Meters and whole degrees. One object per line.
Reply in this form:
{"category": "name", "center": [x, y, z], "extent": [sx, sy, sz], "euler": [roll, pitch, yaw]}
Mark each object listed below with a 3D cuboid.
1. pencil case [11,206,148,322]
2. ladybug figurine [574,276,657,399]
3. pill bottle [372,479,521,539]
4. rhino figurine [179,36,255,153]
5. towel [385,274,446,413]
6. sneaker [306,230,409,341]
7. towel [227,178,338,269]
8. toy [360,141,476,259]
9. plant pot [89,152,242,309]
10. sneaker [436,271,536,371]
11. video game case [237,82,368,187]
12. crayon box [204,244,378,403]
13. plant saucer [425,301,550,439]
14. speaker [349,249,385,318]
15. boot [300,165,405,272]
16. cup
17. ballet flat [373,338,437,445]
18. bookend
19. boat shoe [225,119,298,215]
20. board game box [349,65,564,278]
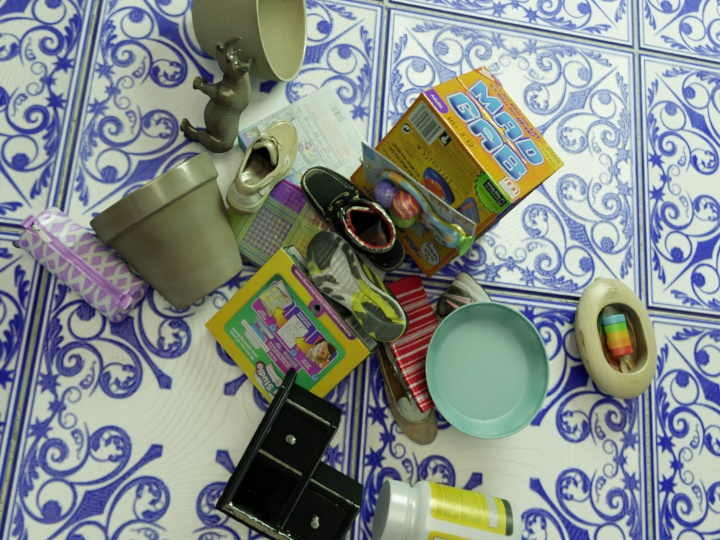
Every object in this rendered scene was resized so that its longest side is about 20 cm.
{"category": "pencil case", "center": [-0.407, -0.011, 1.140], "extent": [0.199, 0.086, 0.084], "euler": [37, 73, 0]}
{"category": "ladybug figurine", "center": [0.411, 0.111, 1.275], "extent": [0.133, 0.072, 0.204], "euler": [-4, 77, -12]}
{"category": "pill bottle", "center": [0.123, 0.372, 1.126], "extent": [0.196, 0.114, 0.116], "euler": [15, 73, -7]}
{"category": "rhino figurine", "center": [-0.214, -0.270, 1.201], "extent": [0.086, 0.202, 0.060], "euler": [26, 32, -2]}
{"category": "towel", "center": [0.091, 0.107, 1.196], "extent": [0.144, 0.022, 0.203], "euler": [-11, 73, -52]}
{"category": "sneaker", "center": [-0.005, 0.028, 1.120], "extent": [0.074, 0.085, 0.201], "euler": [-42, 71, 7]}
{"category": "towel", "center": [-0.115, -0.059, 1.205], "extent": [0.198, 0.023, 0.145], "euler": [30, 89, 8]}
{"category": "toy", "center": [0.069, -0.085, 1.083], "extent": [0.199, 0.115, 0.047], "euler": [35, 74, 16]}
{"category": "plant pot", "center": [-0.263, -0.048, 1.137], "extent": [0.199, 0.200, 0.175], "euler": [-35, 99, -18]}
{"category": "sneaker", "center": [0.200, 0.104, 1.244], "extent": [0.086, 0.080, 0.200], "euler": [-42, 78, -6]}
{"category": "video game case", "center": [-0.076, -0.177, 1.269], "extent": [0.180, 0.045, 0.202], "euler": [-30, 83, -16]}
{"category": "crayon box", "center": [-0.102, 0.096, 1.145], "extent": [0.172, 0.058, 0.201], "euler": [-43, 85, 15]}
{"category": "plant saucer", "center": [0.187, 0.149, 1.167], "extent": [0.196, 0.036, 0.204], "euler": [2, 80, -12]}
{"category": "speaker", "center": [0.000, 0.000, 1.220], "extent": [0.080, 0.081, 0.203], "euler": [20, 72, -5]}
{"category": "boot", "center": [-0.015, -0.089, 1.109], "extent": [0.073, 0.154, 0.204], "euler": [-44, 81, -1]}
{"category": "cup", "center": [-0.186, -0.406, 1.250], "extent": [0.141, 0.200, 0.204], "euler": [3, 72, 17]}
{"category": "ballet flat", "center": [0.066, 0.173, 1.193], "extent": [0.067, 0.067, 0.202], "euler": [-24, 81, -12]}
{"category": "bookend", "center": [-0.066, 0.280, 1.084], "extent": [0.198, 0.092, 0.201], "euler": [30, 99, -2]}
{"category": "boat shoe", "center": [-0.140, -0.170, 1.171], "extent": [0.071, 0.065, 0.201], "euler": [28, 49, -2]}
{"category": "board game box", "center": [0.147, -0.153, 1.191], "extent": [0.201, 0.200, 0.199], "euler": [51, 42, 5]}
